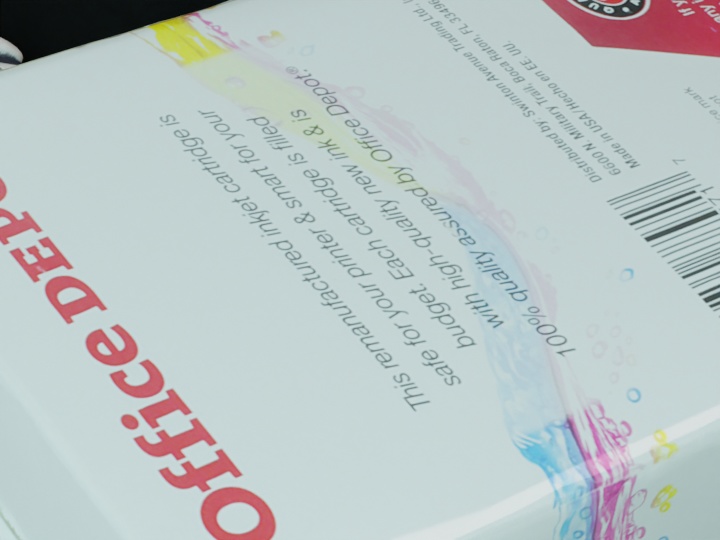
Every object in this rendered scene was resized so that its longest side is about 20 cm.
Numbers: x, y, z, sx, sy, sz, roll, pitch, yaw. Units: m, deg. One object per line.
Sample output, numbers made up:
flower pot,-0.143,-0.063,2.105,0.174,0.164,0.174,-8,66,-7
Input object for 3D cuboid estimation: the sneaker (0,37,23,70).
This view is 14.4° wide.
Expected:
sneaker,-0.092,0.000,0.678,0.129,0.080,0.199,23,16,4

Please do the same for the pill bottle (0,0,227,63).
pill bottle,-0.081,-0.142,0.842,0.112,0.112,0.200,21,28,-17

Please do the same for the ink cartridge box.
ink cartridge box,0.005,0.038,0.577,0.200,0.145,0.145,-19,50,-30
